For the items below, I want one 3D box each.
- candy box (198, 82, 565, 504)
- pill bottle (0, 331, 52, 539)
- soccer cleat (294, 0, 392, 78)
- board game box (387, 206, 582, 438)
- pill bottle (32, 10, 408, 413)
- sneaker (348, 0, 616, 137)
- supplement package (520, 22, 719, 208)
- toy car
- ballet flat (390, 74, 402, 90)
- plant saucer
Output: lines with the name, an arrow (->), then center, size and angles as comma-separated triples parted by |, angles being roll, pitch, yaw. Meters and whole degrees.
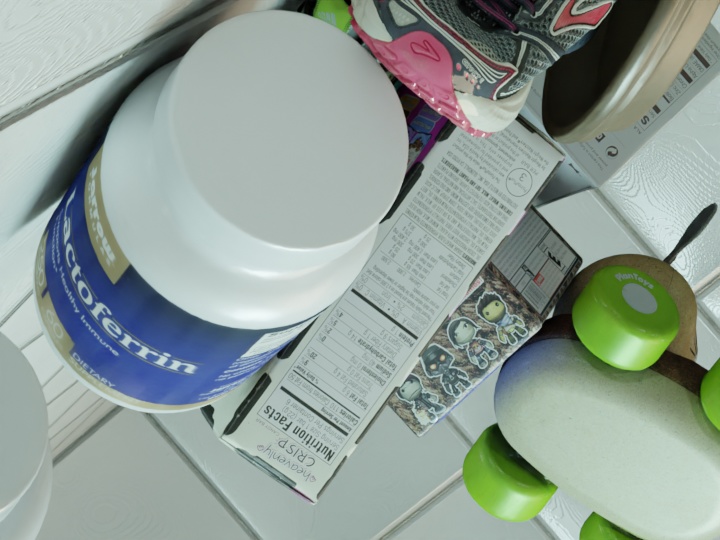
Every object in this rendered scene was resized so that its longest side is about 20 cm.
candy box -> 0.000, 0.000, 0.954 | 0.201, 0.061, 0.136 | -53, -163, 0
pill bottle -> -0.181, 0.086, 0.734 | 0.109, 0.109, 0.200 | -42, 180, -35
soccer cleat -> -0.010, -0.107, 0.909 | 0.200, 0.068, 0.081 | -49, 168, 22
board game box -> 0.015, -0.030, 1.116 | 0.097, 0.200, 0.159 | -43, 179, 19
pill bottle -> -0.059, -0.021, 0.807 | 0.116, 0.116, 0.200 | -42, 179, -29
sneaker -> 0.062, -0.120, 0.792 | 0.075, 0.081, 0.200 | -48, 179, 36
supplement package -> 0.100, -0.131, 1.146 | 0.111, 0.156, 0.200 | -43, -176, -8
toy car -> 0.169, 0.051, 1.154 | 0.165, 0.157, 0.200 | -58, -178, 38
ballet flat -> -0.047, -0.068, 0.999 | 0.200, 0.062, 0.068 | -47, -161, 20
plant saucer -> 0.136, -0.147, 0.892 | 0.200, 0.029, 0.202 | -159, -90, -81
